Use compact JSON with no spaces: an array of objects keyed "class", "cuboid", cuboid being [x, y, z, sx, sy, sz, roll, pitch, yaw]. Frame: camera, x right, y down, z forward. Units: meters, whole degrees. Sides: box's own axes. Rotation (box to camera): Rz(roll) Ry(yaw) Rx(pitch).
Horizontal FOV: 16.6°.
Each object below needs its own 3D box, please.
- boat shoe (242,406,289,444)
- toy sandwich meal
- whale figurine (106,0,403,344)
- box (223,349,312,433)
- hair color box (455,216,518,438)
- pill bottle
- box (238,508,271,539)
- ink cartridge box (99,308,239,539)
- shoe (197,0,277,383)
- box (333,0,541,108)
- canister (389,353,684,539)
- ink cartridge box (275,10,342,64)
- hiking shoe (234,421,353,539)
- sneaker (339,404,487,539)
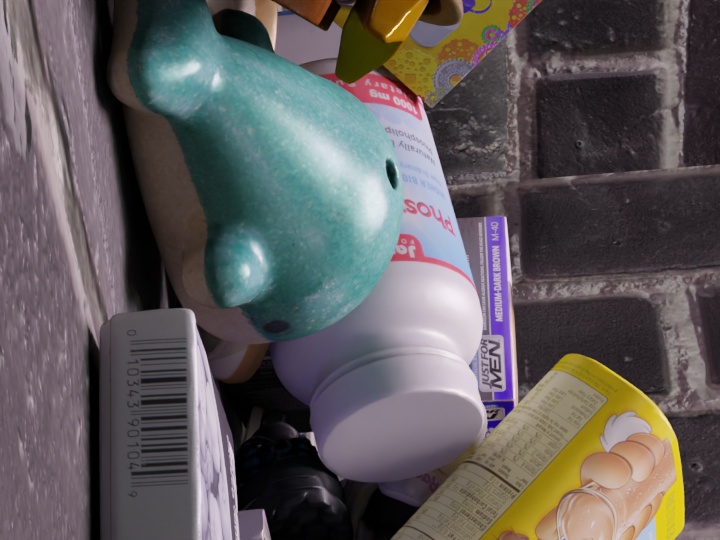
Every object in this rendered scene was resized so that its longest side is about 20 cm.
[{"class":"boat shoe","cuboid":[-0.036,0.174,1.435,0.072,0.067,0.201,-76,160,-77]},{"class":"toy sandwich meal","cuboid":[-0.042,-0.144,1.076,0.070,0.205,0.205,-57,174,-4]},{"class":"whale figurine","cuboid":[-0.045,-0.055,1.083,0.200,0.103,0.160,63,24,-49]},{"class":"box","cuboid":[-0.028,-0.001,1.428,0.200,0.106,0.149,75,11,-72]},{"class":"hair color box","cuboid":[0.059,0.056,1.417,0.200,0.064,0.110,75,12,-69]},{"class":"pill bottle","cuboid":[0.000,0.000,1.239,0.109,0.108,0.201,82,-6,-55]},{"class":"box","cuboid":[-0.056,0.184,1.237,0.200,0.041,0.039,81,6,-55]},{"class":"ink cartridge box","cuboid":[-0.069,0.144,0.981,0.200,0.043,0.199,83,3,-66]},{"class":"shoe","cuboid":[-0.074,-0.045,1.213,0.070,0.053,0.201,-19,-111,62]},{"class":"box","cuboid":[0.005,-0.224,1.293,0.200,0.122,0.193,40,20,-17]},{"class":"canister","cuboid":[0.070,0.153,1.226,0.200,0.086,0.149,-45,150,-19]},{"class":"ink cartridge box","cuboid":[-0.028,-0.096,1.506,0.200,0.115,0.068,80,6,-76]},{"class":"hiking shoe","cuboid":[-0.048,0.118,1.281,0.200,0.074,0.087,112,-27,-70]},{"class":"sneaker","cuboid":[0.010,0.143,1.312,0.201,0.075,0.100,102,8,-47]}]
